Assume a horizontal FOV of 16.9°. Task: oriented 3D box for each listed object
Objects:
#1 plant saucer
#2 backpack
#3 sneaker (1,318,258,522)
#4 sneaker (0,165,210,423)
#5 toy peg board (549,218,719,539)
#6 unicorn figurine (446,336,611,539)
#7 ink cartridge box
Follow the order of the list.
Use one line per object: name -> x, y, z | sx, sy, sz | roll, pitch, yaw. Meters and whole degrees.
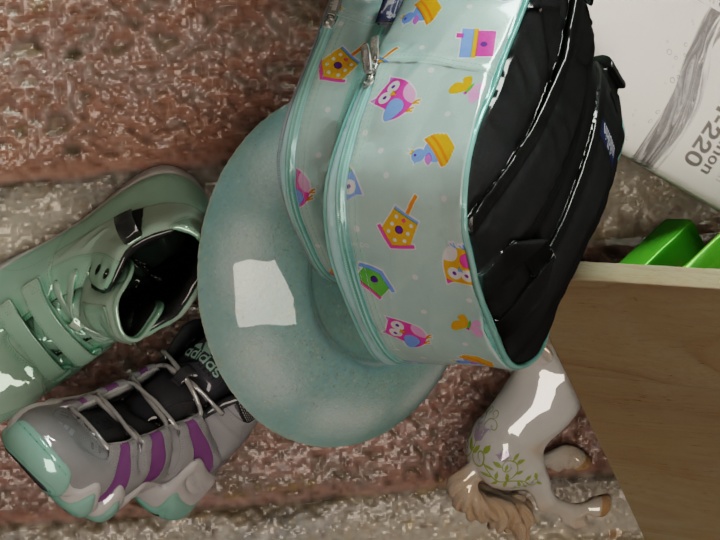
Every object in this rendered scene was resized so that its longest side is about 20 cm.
plant saucer -> 0.000, 0.000, 1.342 | 0.201, 0.039, 0.201 | -2, 93, -39
backpack -> 0.045, -0.050, 1.225 | 0.153, 0.200, 0.176 | -1, 140, 18
sneaker -> -0.107, 0.066, 1.327 | 0.078, 0.200, 0.140 | 45, 100, 16
sneaker -> -0.164, 0.026, 1.337 | 0.200, 0.118, 0.074 | -42, 108, 5
toy peg board -> 0.222, 0.063, 1.322 | 0.098, 0.200, 0.199 | -39, 114, -28
unicorn figurine -> 0.112, 0.064, 1.407 | 0.137, 0.074, 0.200 | 24, 85, -31
ink cartridge box -> 0.176, -0.133, 1.361 | 0.200, 0.085, 0.146 | 28, 100, -16
